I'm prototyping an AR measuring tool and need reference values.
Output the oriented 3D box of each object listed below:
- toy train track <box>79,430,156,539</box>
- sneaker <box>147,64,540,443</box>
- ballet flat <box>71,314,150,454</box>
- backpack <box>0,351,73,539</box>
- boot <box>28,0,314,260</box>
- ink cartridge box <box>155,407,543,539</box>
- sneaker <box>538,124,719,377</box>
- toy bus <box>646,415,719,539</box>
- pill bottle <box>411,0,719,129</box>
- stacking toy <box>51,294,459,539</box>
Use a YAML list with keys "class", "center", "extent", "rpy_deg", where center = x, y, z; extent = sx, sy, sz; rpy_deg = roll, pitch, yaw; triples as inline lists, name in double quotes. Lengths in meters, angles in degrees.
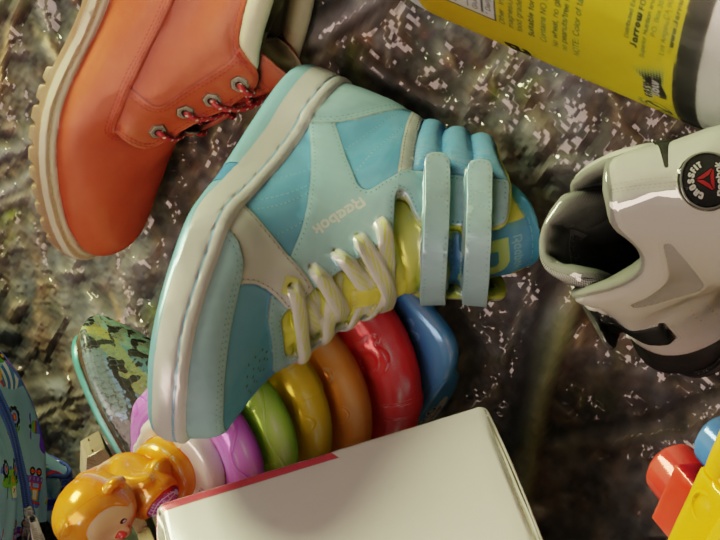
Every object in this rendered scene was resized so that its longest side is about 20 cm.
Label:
- class: "toy train track"
  center: [-0.093, 0.171, 1.077]
  extent: [0.032, 0.115, 0.201]
  rpy_deg: [-28, 110, -5]
- class: "sneaker"
  center: [0.000, 0.000, 0.901]
  extent: [0.129, 0.201, 0.080]
  rpy_deg: [15, 140, 13]
- class: "ballet flat"
  center: [-0.063, 0.102, 1.051]
  extent: [0.074, 0.074, 0.201]
  rpy_deg: [-22, 101, 35]
- class: "backpack"
  center: [-0.231, 0.105, 1.110]
  extent: [0.181, 0.134, 0.202]
  rpy_deg: [15, 115, 27]
- class: "boot"
  center: [-0.082, -0.081, 0.994]
  extent: [0.107, 0.075, 0.201]
  rpy_deg: [26, 118, 16]
- class: "ink cartridge box"
  center: [0.009, 0.169, 0.929]
  extent: [0.145, 0.083, 0.201]
  rpy_deg: [-17, 135, -4]
- class: "sneaker"
  center: [0.108, -0.010, 0.839]
  extent: [0.088, 0.200, 0.075]
  rpy_deg: [-1, 71, -3]
- class: "toy bus"
  center: [0.197, 0.119, 0.811]
  extent: [0.192, 0.198, 0.137]
  rpy_deg: [55, 134, 49]
- class: "pill bottle"
  center: [0.081, -0.136, 0.846]
  extent: [0.199, 0.112, 0.113]
  rpy_deg: [26, 119, 22]
- class: "stacking toy"
  center: [-0.057, 0.067, 0.946]
  extent: [0.110, 0.200, 0.116]
  rpy_deg: [45, 132, 12]
